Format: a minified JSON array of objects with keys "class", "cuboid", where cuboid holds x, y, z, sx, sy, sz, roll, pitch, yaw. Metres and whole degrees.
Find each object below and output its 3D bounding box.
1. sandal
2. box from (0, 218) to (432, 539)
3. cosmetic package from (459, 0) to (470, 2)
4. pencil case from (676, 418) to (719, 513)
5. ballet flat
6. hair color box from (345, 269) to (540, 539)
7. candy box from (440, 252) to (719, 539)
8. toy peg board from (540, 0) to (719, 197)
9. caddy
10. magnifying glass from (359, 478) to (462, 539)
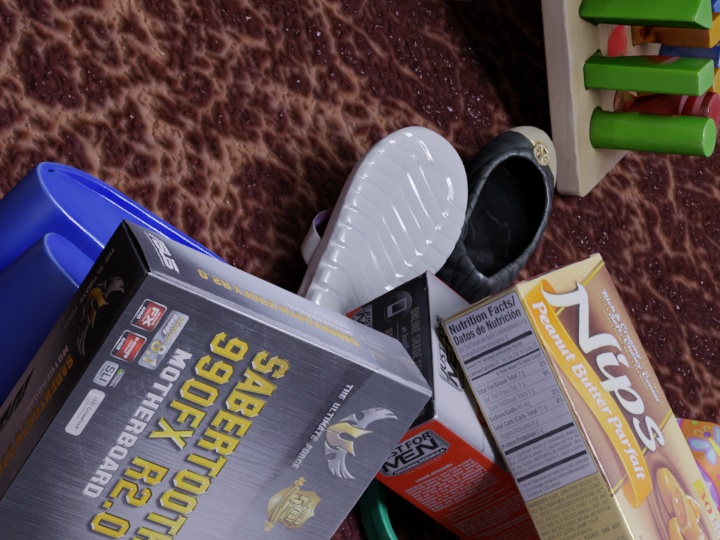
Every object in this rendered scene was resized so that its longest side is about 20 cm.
[{"class":"sandal","cuboid":[-0.004,-0.006,1.304,0.083,0.050,0.203,54,49,-27]},{"class":"box","cuboid":[-0.088,0.094,1.029,0.158,0.200,0.048,25,19,-32]},{"class":"cosmetic package","cuboid":[0.045,-0.290,1.521,0.087,0.103,0.201,3,60,-43]},{"class":"pencil case","cuboid":[0.191,0.186,1.348,0.087,0.087,0.201,26,48,-32]},{"class":"ballet flat","cuboid":[0.088,-0.028,1.411,0.066,0.057,0.200,45,39,-13]},{"class":"hair color box","cuboid":[0.076,0.097,1.273,0.200,0.061,0.102,39,35,-38]},{"class":"candy box","cuboid":[0.127,0.098,1.233,0.115,0.055,0.201,-18,82,-61]},{"class":"toy peg board","cuboid":[0.204,-0.174,1.528,0.199,0.097,0.201,-42,132,-52]},{"class":"caddy","cuboid":[-0.121,0.044,1.107,0.200,0.105,0.142,34,20,-27]},{"class":"magnifying glass","cuboid":[0.060,0.188,1.256,0.079,0.022,0.201,-16,73,-52]}]
